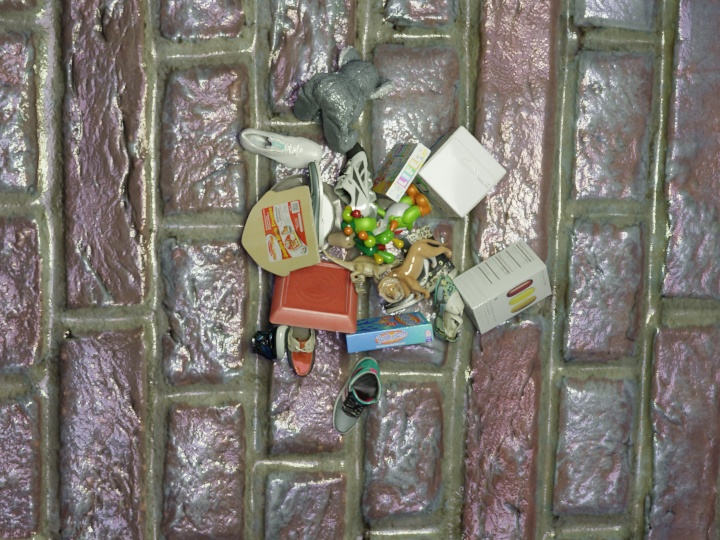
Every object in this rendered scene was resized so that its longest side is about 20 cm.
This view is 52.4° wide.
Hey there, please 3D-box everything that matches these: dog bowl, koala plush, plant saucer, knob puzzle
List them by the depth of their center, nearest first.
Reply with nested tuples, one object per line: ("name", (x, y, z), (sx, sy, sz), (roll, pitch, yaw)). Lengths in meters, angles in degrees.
("knob puzzle", (-0.185, -0.085, 1.677), (0.219, 0.030, 0.221), (1, 93, 28))
("koala plush", (-0.027, -0.412, 1.679), (0.177, 0.184, 0.200), (43, 68, 8))
("plant saucer", (-0.101, 0.045, 1.700), (0.199, 0.201, 0.037), (8, 137, -6))
("dog bowl", (-0.133, -0.129, 1.739), (0.199, 0.059, 0.201), (0, 94, -5))

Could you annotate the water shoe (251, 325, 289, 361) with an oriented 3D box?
("water shoe", (-0.212, 0.171, 1.687), (0.079, 0.200, 0.072), (12, 69, -7))

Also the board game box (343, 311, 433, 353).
("board game box", (0.060, 0.144, 1.731), (0.199, 0.152, 0.045), (-7, 98, -5))

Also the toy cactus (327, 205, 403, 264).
("toy cactus", (-0.002, -0.082, 1.659), (0.200, 0.164, 0.103), (32, 65, -47))

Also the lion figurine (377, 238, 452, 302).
("lion figurine", (0.122, -0.008, 1.682), (0.122, 0.072, 0.201), (32, 77, -26))

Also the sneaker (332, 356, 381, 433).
("sneaker", (-0.007, 0.311, 1.754), (0.083, 0.121, 0.201), (23, 93, -7))

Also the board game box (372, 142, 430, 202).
("board game box", (0.083, -0.227, 1.678), (0.034, 0.200, 0.135), (33, 91, -15))

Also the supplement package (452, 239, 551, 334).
("supplement package", (0.338, 0.039, 1.748), (0.199, 0.110, 0.114), (-30, 137, -2))

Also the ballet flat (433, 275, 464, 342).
("ballet flat", (0.215, 0.095, 1.738), (0.074, 0.074, 0.201), (-10, 136, -4))

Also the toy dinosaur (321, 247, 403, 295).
("toy dinosaur", (0.000, 0.000, 1.715), (0.199, 0.058, 0.101), (6, 49, -6))

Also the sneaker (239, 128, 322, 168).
("sneaker", (-0.186, -0.286, 1.706), (0.199, 0.088, 0.076), (11, 92, -6))

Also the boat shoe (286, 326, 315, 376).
("boat shoe", (-0.141, 0.160, 1.760), (0.071, 0.063, 0.201), (0, 96, -7))

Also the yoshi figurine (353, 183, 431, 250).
("yoshi figurine", (0.060, -0.130, 1.739), (0.200, 0.112, 0.112), (-36, 81, 1))

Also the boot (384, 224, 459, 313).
("boot", (0.119, -0.002, 1.769), (0.203, 0.073, 0.154), (-30, 93, -3))

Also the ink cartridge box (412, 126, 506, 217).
("ink cartridge box", (0.214, -0.223, 1.691), (0.147, 0.200, 0.146), (44, 90, -7))

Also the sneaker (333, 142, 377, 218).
("sneaker", (-0.022, -0.213, 1.698), (0.088, 0.074, 0.201), (-4, 63, -16))

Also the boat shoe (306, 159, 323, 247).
("boat shoe", (-0.116, -0.151, 1.674), (0.061, 0.073, 0.201), (-2, 101, -6))
